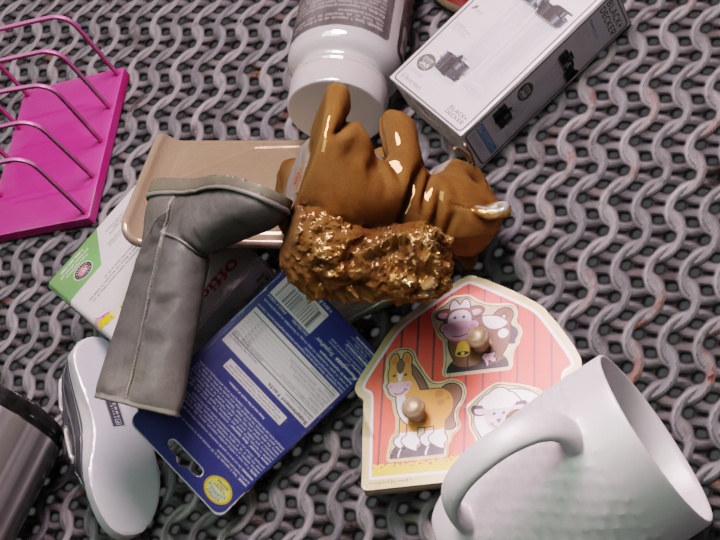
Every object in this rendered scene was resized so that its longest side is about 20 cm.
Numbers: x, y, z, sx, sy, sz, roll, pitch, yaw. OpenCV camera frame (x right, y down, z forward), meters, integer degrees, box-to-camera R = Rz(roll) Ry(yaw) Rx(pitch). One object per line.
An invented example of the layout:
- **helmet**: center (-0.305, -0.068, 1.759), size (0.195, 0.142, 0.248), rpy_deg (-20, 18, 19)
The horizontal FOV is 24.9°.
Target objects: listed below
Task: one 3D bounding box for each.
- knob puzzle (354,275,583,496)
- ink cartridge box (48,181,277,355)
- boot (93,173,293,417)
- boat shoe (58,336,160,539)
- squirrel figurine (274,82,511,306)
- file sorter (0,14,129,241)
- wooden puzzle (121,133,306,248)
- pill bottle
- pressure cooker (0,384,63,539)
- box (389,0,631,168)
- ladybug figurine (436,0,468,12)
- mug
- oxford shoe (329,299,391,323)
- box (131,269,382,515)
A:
- **knob puzzle**: center (0.087, 0.084, 1.370), size (0.219, 0.030, 0.220), rpy_deg (-11, 53, 15)
- **ink cartridge box**: center (-0.180, 0.021, 1.555), size (0.145, 0.084, 0.200), rpy_deg (-49, 48, -9)
- **boot**: center (-0.145, 0.023, 1.378), size (0.182, 0.072, 0.201), rpy_deg (-2, 67, 49)
- **boat shoe**: center (-0.241, 0.163, 1.512), size (0.068, 0.072, 0.200), rpy_deg (-47, 53, 43)
- **squirrel figurine**: center (0.031, -0.038, 1.393), size (0.142, 0.186, 0.200), rpy_deg (123, 158, -46)
- **file sorter**: center (-0.355, -0.155, 1.752), size (0.139, 0.125, 0.201), rpy_deg (-9, 55, 25)
- **wooden puzzle**: center (-0.108, -0.068, 1.530), size (0.199, 0.037, 0.185), rpy_deg (4, 35, 4)
- **pill bottle**: center (-0.010, -0.229, 1.596), size (0.113, 0.114, 0.200), rpy_deg (-9, 51, 26)
- **pressure cooker**: center (-0.387, 0.199, 1.498), size (0.178, 0.176, 0.200), rpy_deg (11, 67, 34)
- **box**: center (0.141, -0.206, 1.528), size (0.200, 0.060, 0.117), rpy_deg (-45, 53, -3)
- **ladybug figurine**: center (0.112, -0.337, 1.631), size (0.135, 0.072, 0.200), rpy_deg (-27, 50, 12)
- **mug**: center (0.135, 0.162, 1.196), size (0.175, 0.200, 0.148), rpy_deg (-36, 53, 13)
- **oxford shoe**: center (0.000, 0.000, 1.481), size (0.200, 0.058, 0.075), rpy_deg (-32, 46, 6)
- **box**: center (-0.092, 0.105, 1.437), size (0.200, 0.032, 0.121), rpy_deg (-44, 87, -4)
